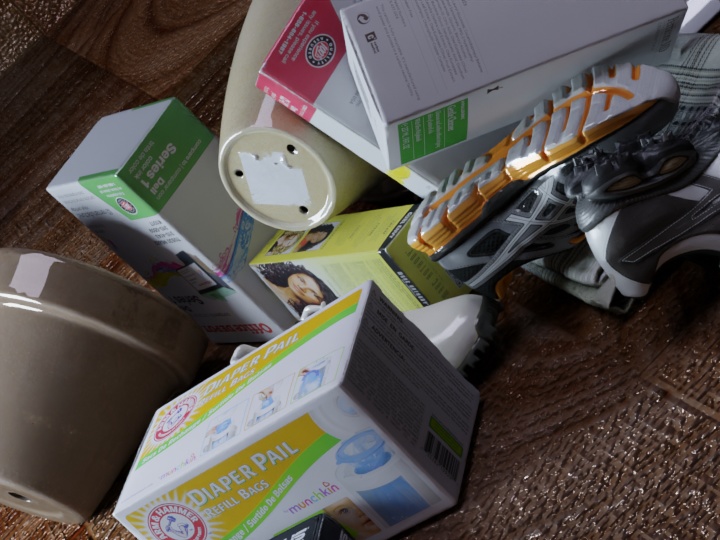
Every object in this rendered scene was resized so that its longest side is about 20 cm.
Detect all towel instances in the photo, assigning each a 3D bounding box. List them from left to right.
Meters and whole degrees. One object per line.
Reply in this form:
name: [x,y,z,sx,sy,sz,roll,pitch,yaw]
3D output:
towel: [0.174,-0.072,1.171,0.193,0.034,0.200,-52,21,-3]

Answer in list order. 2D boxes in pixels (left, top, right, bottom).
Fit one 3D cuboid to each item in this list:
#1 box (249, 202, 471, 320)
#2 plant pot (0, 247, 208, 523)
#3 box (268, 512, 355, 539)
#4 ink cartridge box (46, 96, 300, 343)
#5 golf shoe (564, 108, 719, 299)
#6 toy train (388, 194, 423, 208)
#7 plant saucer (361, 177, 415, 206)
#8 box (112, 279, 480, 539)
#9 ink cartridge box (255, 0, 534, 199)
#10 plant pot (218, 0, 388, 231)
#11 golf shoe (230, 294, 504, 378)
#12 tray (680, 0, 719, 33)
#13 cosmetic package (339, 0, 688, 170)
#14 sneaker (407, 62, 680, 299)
box: [0.000,0.000,1.329,0.050,0.075,0.199,-50,21,-24]
plant pot: [-0.238,0.101,1.455,0.199,0.199,0.176,-11,56,54]
box: [-0.093,0.246,1.076,0.199,0.044,0.161,-31,25,31]
ink cartridge box: [-0.130,-0.034,1.454,0.084,0.200,0.144,-55,24,-21]
golf shoe: [0.218,-0.048,1.039,0.198,0.095,0.078,-19,5,-2]
toy train: [0.072,-0.055,1.360,0.199,0.034,0.046,-25,17,39]
plant saucer: [0.075,-0.121,1.479,0.199,0.029,0.201,-36,23,18]
box: [-0.040,0.114,1.134,0.199,0.113,0.102,-32,23,31]
ink cartridge box: [0.049,-0.135,1.242,0.146,0.199,0.083,-57,3,-6]
plant pot: [-0.026,-0.127,1.368,0.186,0.188,0.201,-25,27,40]
golf shoe: [0.001,0.058,1.199,0.199,0.088,0.077,-29,23,30]
tray: [0.212,-0.204,1.396,0.107,0.022,0.200,-44,21,3]
cosmetic package: [0.094,-0.147,1.140,0.198,0.086,0.108,-21,-13,0]
sneaker: [0.121,-0.055,1.122,0.199,0.077,0.079,-35,18,34]
